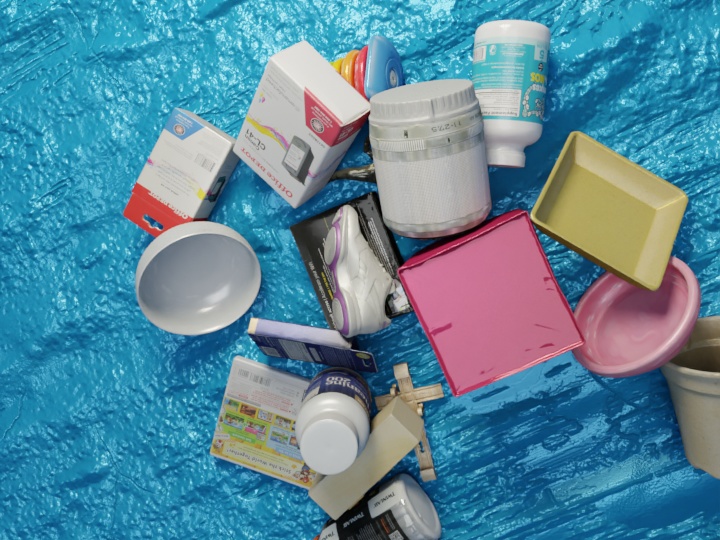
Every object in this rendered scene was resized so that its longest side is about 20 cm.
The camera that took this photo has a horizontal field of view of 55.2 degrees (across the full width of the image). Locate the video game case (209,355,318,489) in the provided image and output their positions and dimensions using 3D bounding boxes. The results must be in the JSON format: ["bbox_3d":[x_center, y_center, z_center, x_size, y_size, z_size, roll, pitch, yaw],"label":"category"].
[{"bbox_3d":[-0.145,0.262,1.181,0.199,0.023,0.183,17,99,7],"label":"video game case"}]

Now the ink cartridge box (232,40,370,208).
[{"bbox_3d":[-0.092,-0.214,1.036,0.148,0.086,0.200,43,138,5],"label":"ink cartridge box"}]

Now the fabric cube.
[{"bbox_3d":[0.187,0.036,1.007,0.195,0.199,0.201,-24,91,12],"label":"fabric cube"}]

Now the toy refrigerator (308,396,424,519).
[{"bbox_3d":[0.012,0.302,1.103,0.070,0.076,0.200,43,105,-1],"label":"toy refrigerator"}]

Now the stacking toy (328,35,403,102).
[{"bbox_3d":[-0.038,-0.284,1.073,0.199,0.116,0.110,-2,74,27],"label":"stacking toy"}]

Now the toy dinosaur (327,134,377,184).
[{"bbox_3d":[0.037,-0.169,1.092,0.199,0.047,0.089,8,104,13],"label":"toy dinosaur"}]

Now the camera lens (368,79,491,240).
[{"bbox_3d":[0.099,-0.155,0.978,0.159,0.160,0.201,-6,113,11],"label":"camera lens"}]

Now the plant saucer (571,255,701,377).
[{"bbox_3d":[0.395,0.070,0.987,0.051,0.201,0.201,38,103,-24],"label":"plant saucer"}]

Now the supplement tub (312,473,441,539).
[{"bbox_3d":[0.021,0.431,1.118,0.200,0.123,0.123,-36,89,11],"label":"supplement tub"}]

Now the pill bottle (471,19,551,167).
[{"bbox_3d":[0.216,-0.255,1.015,0.110,0.111,0.201,5,98,10],"label":"pill bottle"}]

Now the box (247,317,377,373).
[{"bbox_3d":[-0.070,0.122,1.104,0.199,0.121,0.033,9,68,9],"label":"box"}]

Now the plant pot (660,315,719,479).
[{"bbox_3d":[0.527,0.186,0.978,0.199,0.201,0.185,-9,105,11],"label":"plant pot"}]

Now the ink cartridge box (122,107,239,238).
[{"bbox_3d":[-0.292,-0.150,1.140,0.116,0.067,0.201,32,101,6],"label":"ink cartridge box"}]

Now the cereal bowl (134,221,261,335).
[{"bbox_3d":[-0.264,0.003,1.115,0.199,0.083,0.201,-13,129,-16],"label":"cereal bowl"}]

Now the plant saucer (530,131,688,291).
[{"bbox_3d":[0.354,-0.082,0.998,0.199,0.049,0.200,31,60,4],"label":"plant saucer"}]

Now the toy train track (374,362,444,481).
[{"bbox_3d":[0.089,0.252,1.132,0.114,0.033,0.201,-14,94,11],"label":"toy train track"}]

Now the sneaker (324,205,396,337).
[{"bbox_3d":[0.000,0.000,1.056,0.099,0.075,0.201,-3,82,-22],"label":"sneaker"}]

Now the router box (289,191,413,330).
[{"bbox_3d":[-0.009,-0.008,1.111,0.148,0.051,0.201,-21,92,13],"label":"router box"}]

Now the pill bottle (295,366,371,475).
[{"bbox_3d":[-0.040,0.227,1.046,0.110,0.200,0.112,0,100,2],"label":"pill bottle"}]
